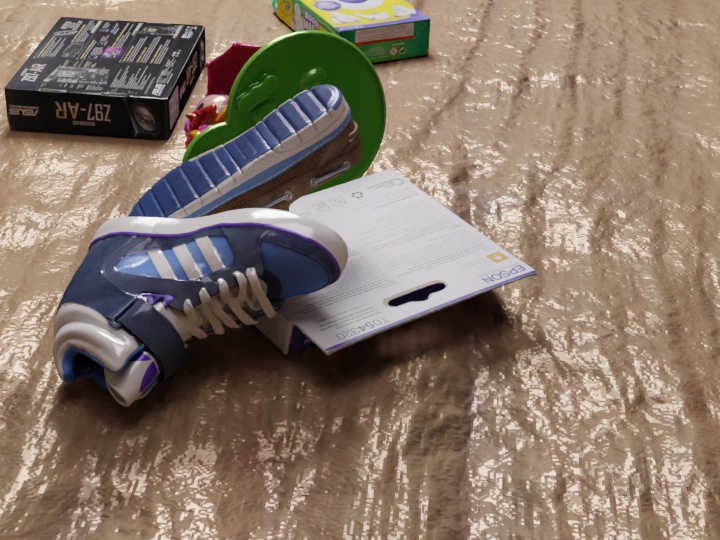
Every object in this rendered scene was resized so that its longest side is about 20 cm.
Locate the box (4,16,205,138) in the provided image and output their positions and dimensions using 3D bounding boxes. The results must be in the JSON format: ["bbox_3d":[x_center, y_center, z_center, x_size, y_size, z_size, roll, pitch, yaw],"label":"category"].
[{"bbox_3d":[-0.251,-0.198,1.387,0.159,0.044,0.200,4,30,3],"label":"box"}]

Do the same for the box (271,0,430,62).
[{"bbox_3d":[-0.016,-0.292,1.561,0.117,0.049,0.200,-12,32,-24],"label":"box"}]

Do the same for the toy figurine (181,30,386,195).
[{"bbox_3d":[-0.101,-0.138,1.251,0.200,0.151,0.184,-36,27,-12],"label":"toy figurine"}]

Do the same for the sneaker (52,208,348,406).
[{"bbox_3d":[-0.115,0.036,0.946,0.199,0.081,0.147,1,53,15],"label":"sneaker"}]

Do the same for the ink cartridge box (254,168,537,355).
[{"bbox_3d":[0.000,0.000,1.066,0.195,0.044,0.200,-19,38,-28],"label":"ink cartridge box"}]

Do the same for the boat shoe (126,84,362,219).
[{"bbox_3d":[-0.085,-0.057,1.042,0.199,0.073,0.072,-31,33,1],"label":"boat shoe"}]
